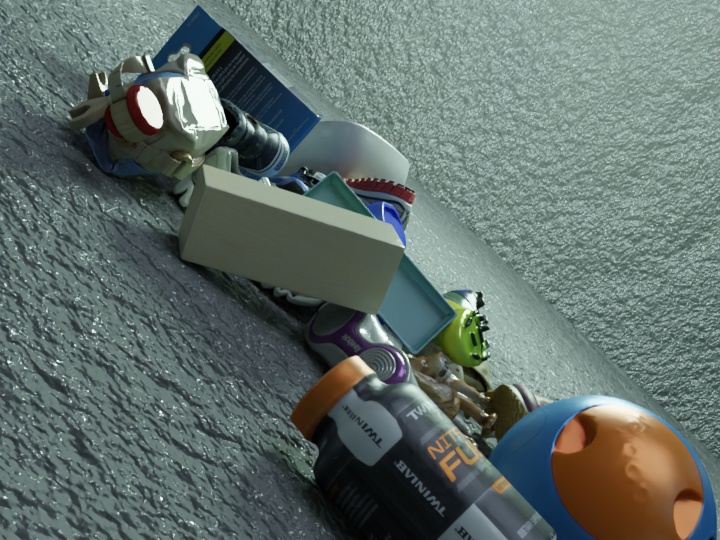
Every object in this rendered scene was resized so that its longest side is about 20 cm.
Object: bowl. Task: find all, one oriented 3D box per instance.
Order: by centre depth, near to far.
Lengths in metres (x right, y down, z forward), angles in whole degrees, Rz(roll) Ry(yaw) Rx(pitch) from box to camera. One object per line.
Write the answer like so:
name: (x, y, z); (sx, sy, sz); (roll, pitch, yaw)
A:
bowl: (-0.048, -0.140, 1.519); (0.198, 0.075, 0.200); (-1, -17, 29)

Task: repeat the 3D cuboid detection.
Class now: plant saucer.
plant saucer: (0.011, -0.007, 1.115); (0.200, 0.070, 0.019); (50, -24, 1)

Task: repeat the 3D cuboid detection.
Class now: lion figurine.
lion figurine: (0.084, 0.137, 1.176); (0.122, 0.073, 0.200); (36, -4, 3)

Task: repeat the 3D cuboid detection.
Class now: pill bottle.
pill bottle: (0.038, 0.156, 0.784); (0.200, 0.106, 0.106); (46, 11, 14)

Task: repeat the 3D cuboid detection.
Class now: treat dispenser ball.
treat dispenser ball: (0.199, 0.208, 0.915); (0.201, 0.201, 0.201); (41, 11, -9)

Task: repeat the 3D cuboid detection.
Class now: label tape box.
label tape box: (-0.166, -0.206, 1.334); (0.200, 0.143, 0.066); (43, 11, -2)

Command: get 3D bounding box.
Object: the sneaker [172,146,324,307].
sneaker: (-0.102, -0.044, 1.118); (0.200, 0.081, 0.075); (45, 9, 0)

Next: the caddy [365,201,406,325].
caddy: (0.000, 0.000, 1.222); (0.200, 0.104, 0.143); (2, 73, -80)

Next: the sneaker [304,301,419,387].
sneaker: (0.003, 0.096, 1.048); (0.100, 0.074, 0.200); (64, -5, -33)

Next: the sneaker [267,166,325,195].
sneaker: (-0.074, -0.085, 1.228); (0.079, 0.089, 0.200); (47, -6, -2)

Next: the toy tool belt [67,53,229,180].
toy tool belt: (-0.218, -0.138, 1.038); (0.126, 0.122, 0.200); (69, 19, -6)

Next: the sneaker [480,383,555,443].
sneaker: (0.196, 0.168, 1.224); (0.089, 0.076, 0.200); (6, -3, -4)

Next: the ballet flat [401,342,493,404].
ballet flat: (0.117, 0.125, 1.323); (0.200, 0.067, 0.063); (25, 41, -55)

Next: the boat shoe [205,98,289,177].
boat shoe: (-0.173, -0.166, 1.206); (0.199, 0.071, 0.091); (20, -8, 38)

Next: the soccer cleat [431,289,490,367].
soccer cleat: (0.100, 0.068, 1.202); (0.200, 0.083, 0.065); (-55, 133, -76)

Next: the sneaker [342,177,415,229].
sneaker: (-0.028, -0.079, 1.405); (0.198, 0.083, 0.078); (7, -6, 31)

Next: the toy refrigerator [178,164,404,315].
toy refrigerator: (-0.067, -0.029, 1.022); (0.198, 0.076, 0.070); (16, 20, -18)
